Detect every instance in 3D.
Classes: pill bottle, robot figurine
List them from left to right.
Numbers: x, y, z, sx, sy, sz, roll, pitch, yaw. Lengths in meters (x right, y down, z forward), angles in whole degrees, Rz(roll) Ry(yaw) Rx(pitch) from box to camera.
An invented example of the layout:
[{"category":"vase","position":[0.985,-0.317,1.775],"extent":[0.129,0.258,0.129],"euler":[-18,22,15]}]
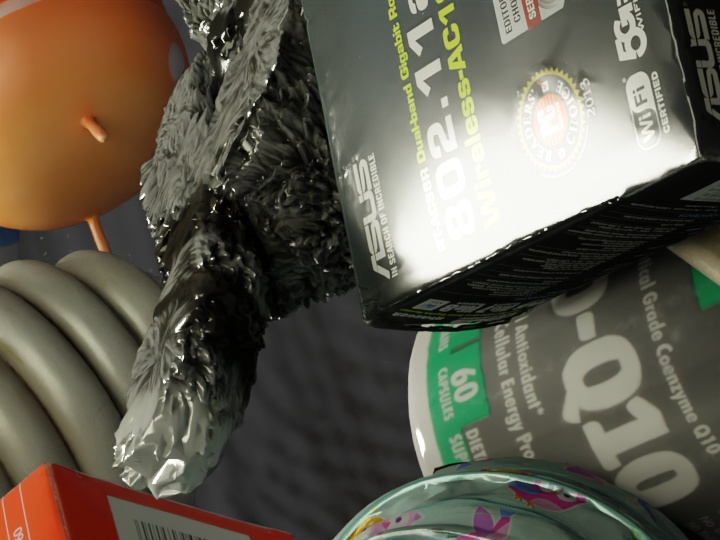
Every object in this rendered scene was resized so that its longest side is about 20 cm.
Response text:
[{"category":"robot figurine","position":[-0.139,-0.098,0.972],"extent":[0.144,0.116,0.201],"euler":[-45,57,21]},{"category":"pill bottle","position":[0.121,0.023,0.738],"extent":[0.199,0.113,0.114],"euler":[-28,66,32]}]

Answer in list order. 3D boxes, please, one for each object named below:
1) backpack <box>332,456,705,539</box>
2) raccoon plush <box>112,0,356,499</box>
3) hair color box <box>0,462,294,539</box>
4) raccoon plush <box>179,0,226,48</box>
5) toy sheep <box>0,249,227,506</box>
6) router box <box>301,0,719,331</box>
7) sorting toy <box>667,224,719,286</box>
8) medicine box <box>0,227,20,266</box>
[{"category":"backpack","position":[0.037,0.153,0.677],"extent":[0.166,0.127,0.202],"euler":[15,95,9]},{"category":"raccoon plush","position":[0.000,0.000,0.771],"extent":[0.097,0.133,0.201],"euler":[-21,48,59]},{"category":"hair color box","position":[-0.118,0.149,0.798],"extent":[0.200,0.111,0.064],"euler":[-40,50,26]},{"category":"raccoon plush","position":[-0.059,-0.090,0.882],"extent":[0.199,0.097,0.135],"euler":[24,95,10]},{"category":"toy sheep","position":[-0.114,0.057,0.896],"extent":[0.138,0.200,0.138],"euler":[37,149,27]},{"category":"router box","position":[0.046,-0.099,0.675],"extent":[0.150,0.062,0.202],"euler":[-28,69,52]},{"category":"sorting toy","position":[0.121,-0.093,0.649],"extent":[0.185,0.036,0.201],"euler":[40,118,46]},{"category":"medicine box","position":[-0.237,0.077,1.027],"extent":[0.181,0.103,0.202],"euler":[-13,75,37]}]
